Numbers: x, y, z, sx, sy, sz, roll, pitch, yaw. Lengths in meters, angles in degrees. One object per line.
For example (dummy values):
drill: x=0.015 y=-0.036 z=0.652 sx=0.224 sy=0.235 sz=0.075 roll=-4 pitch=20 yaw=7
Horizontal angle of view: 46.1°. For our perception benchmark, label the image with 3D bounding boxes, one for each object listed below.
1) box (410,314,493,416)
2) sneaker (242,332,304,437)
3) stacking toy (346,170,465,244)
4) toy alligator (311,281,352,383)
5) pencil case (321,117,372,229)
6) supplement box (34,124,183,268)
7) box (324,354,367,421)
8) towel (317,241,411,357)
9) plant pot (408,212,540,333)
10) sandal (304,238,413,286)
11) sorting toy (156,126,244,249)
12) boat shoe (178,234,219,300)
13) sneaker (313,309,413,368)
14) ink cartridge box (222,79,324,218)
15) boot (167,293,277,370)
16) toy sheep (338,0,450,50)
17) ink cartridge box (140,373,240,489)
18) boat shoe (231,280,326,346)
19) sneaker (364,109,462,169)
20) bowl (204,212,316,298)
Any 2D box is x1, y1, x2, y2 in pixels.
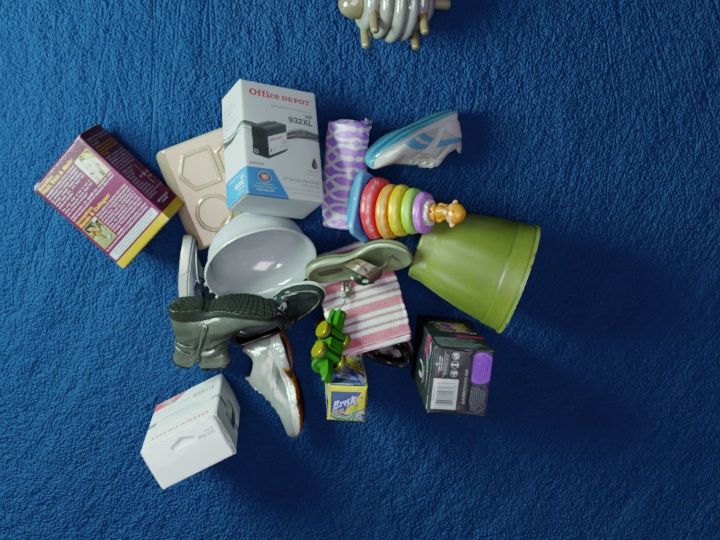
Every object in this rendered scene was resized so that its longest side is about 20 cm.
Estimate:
box: x=0.158 y=0.166 z=1.514 sx=0.105 sy=0.200 sz=0.124 roll=5 pitch=101 yaw=-6
sneaker: x=-0.161 y=0.214 z=1.567 sx=0.091 sy=0.076 sz=0.203 roll=-13 pitch=95 yaw=5
stacking toy: x=0.087 y=-0.100 z=1.421 sx=0.198 sy=0.109 sz=0.118 roll=4 pitch=80 yaw=30
toy alligator: x=-0.053 y=0.111 z=1.469 sx=0.059 sy=0.202 sz=0.054 roll=35 pitch=139 yaw=-29
pencil case: x=-0.023 y=-0.170 z=1.494 sx=0.083 sy=0.085 sz=0.203 roll=12 pitch=103 yaw=30
supplement box: x=-0.424 y=-0.126 z=1.440 sx=0.131 sy=0.103 sz=0.200 roll=-42 pitch=103 yaw=17
box: x=-0.027 y=0.200 z=1.503 sx=0.069 sy=0.200 sz=0.065 roll=3 pitch=102 yaw=-4
towel: x=0.001 y=0.047 z=1.524 sx=0.145 sy=0.030 sz=0.202 roll=-15 pitch=73 yaw=1
plant pot: x=0.192 y=-0.018 z=1.497 sx=0.191 sy=0.200 sz=0.202 roll=21 pitch=99 yaw=2
sandal: x=0.000 y=0.001 z=1.462 sx=0.199 sy=0.058 sz=0.080 roll=-15 pitch=142 yaw=18
sorting toy: x=-0.239 y=-0.154 z=1.500 sx=0.198 sy=0.037 sz=0.187 roll=-20 pitch=102 yaw=3
boat shoe: x=-0.278 y=0.034 z=1.517 sx=0.091 sy=0.075 sz=0.202 roll=2 pitch=111 yaw=-10
sneaker: x=0.013 y=0.120 z=1.549 sx=0.198 sy=0.086 sz=0.081 roll=20 pitch=99 yaw=-9
ink cartridge box: x=-0.146 y=-0.200 z=1.406 sx=0.144 sy=0.084 sz=0.203 roll=5 pitch=71 yaw=-31
boot: x=-0.237 y=0.112 z=1.482 sx=0.197 sy=0.068 sz=0.132 roll=0 pitch=120 yaw=5
toy sheep: x=0.058 y=-0.444 z=1.420 sx=0.198 sy=0.138 sz=0.140 roll=-2 pitch=102 yaw=-20
ink cartridge box: x=-0.294 y=0.279 z=1.494 sx=0.144 sy=0.200 sz=0.086 roll=-26 pitch=103 yaw=1
boat shoe: x=-0.150 y=0.082 z=1.505 sx=0.197 sy=0.066 sz=0.075 roll=-18 pitch=124 yaw=17
sneaker: x=0.098 y=-0.212 z=1.469 sx=0.199 sy=0.076 sz=0.082 roll=-26 pitch=112 yaw=-24
bowl: x=-0.182 y=-0.039 z=1.477 sx=0.199 sy=0.091 sz=0.202 roll=-14 pitch=146 yaw=-10
